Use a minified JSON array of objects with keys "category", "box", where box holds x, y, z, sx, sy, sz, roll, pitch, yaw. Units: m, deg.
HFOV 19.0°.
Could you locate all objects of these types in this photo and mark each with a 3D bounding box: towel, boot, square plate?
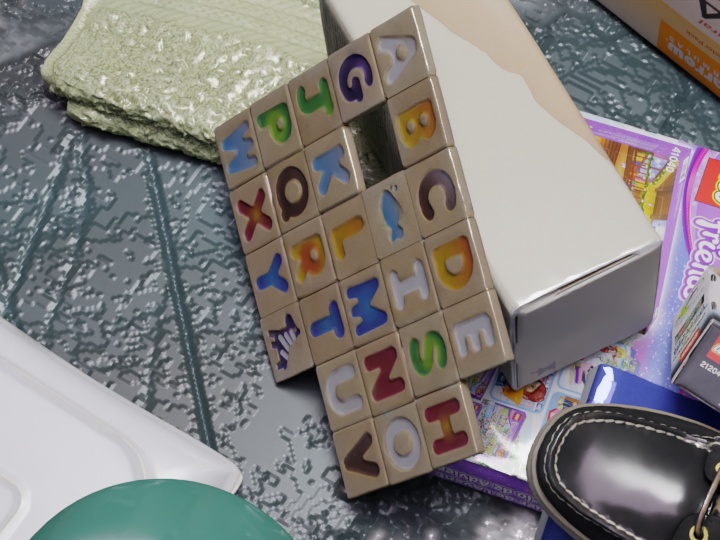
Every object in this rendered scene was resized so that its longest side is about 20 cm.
[{"category":"towel","box":[-0.053,-0.120,1.130,0.200,0.037,0.149,19,67,11]},{"category":"boot","box":[0.173,0.102,0.860,0.200,0.151,0.073,28,77,-1]},{"category":"square plate","box":[-0.191,0.120,1.025,0.200,0.028,0.198,31,69,16]}]

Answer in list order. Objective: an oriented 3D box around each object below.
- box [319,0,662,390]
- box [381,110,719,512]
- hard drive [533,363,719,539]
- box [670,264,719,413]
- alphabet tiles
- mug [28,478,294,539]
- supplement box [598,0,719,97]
[{"category":"box","box":[0.059,-0.055,1.019,0.078,0.095,0.200,-25,66,-8]},{"category":"box","box":[0.108,0.021,1.053,0.137,0.039,0.200,18,67,11]},{"category":"hard drive","box":[0.134,0.158,0.961,0.132,0.025,0.200,23,73,-8]},{"category":"box","box":[0.232,0.073,0.961,0.200,0.110,0.035,32,106,1]},{"category":"alphabet tiles","box":[0.000,0.000,1.006,0.008,0.167,0.200,-6,77,-39]},{"category":"mug","box":[-0.081,0.182,0.936,0.152,0.114,0.185,-20,102,9]},{"category":"supplement box","box":[0.182,-0.182,1.058,0.074,0.200,0.126,-40,68,-19]}]
